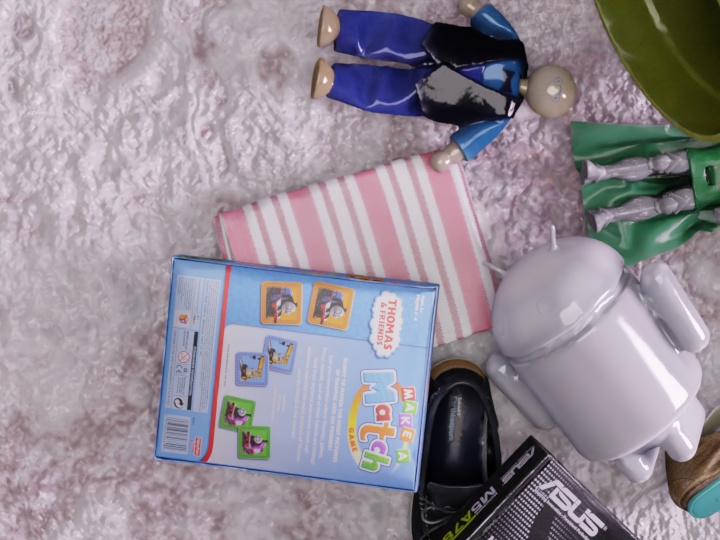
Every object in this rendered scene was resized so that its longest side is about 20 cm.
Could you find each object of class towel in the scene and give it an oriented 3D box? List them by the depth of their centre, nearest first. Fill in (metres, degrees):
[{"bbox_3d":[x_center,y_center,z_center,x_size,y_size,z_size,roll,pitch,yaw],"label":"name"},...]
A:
[{"bbox_3d":[0.000,0.000,1.312,0.198,0.030,0.148,-16,93,-3],"label":"towel"}]

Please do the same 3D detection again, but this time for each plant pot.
[{"bbox_3d":[0.291,-0.224,1.235,0.191,0.200,0.202,-27,93,-11],"label":"plant pot"}]

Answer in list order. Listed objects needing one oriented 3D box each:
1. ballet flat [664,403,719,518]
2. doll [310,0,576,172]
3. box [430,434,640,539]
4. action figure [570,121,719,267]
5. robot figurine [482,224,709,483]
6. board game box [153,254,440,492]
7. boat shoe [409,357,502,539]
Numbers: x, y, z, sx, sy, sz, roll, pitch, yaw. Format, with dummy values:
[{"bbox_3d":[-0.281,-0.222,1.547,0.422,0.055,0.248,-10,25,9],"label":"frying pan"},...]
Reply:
[{"bbox_3d":[0.316,0.113,1.304,0.199,0.068,0.073,-31,51,8],"label":"ballet flat"},{"bbox_3d":[0.064,-0.142,1.292,0.197,0.048,0.138,7,83,-6],"label":"doll"},{"bbox_3d":[0.130,0.257,1.291,0.193,0.048,0.200,-44,112,3],"label":"box"},{"bbox_3d":[0.266,-0.072,1.301,0.197,0.055,0.120,-11,93,-4],"label":"action figure"},{"bbox_3d":[0.172,0.058,1.268,0.169,0.113,0.201,-32,103,28],"label":"robot figurine"},{"bbox_3d":[-0.047,0.075,1.275,0.197,0.037,0.153,7,95,6],"label":"board game box"},{"bbox_3d":[0.075,0.169,1.304,0.074,0.062,0.203,-1,95,-3],"label":"boat shoe"}]
